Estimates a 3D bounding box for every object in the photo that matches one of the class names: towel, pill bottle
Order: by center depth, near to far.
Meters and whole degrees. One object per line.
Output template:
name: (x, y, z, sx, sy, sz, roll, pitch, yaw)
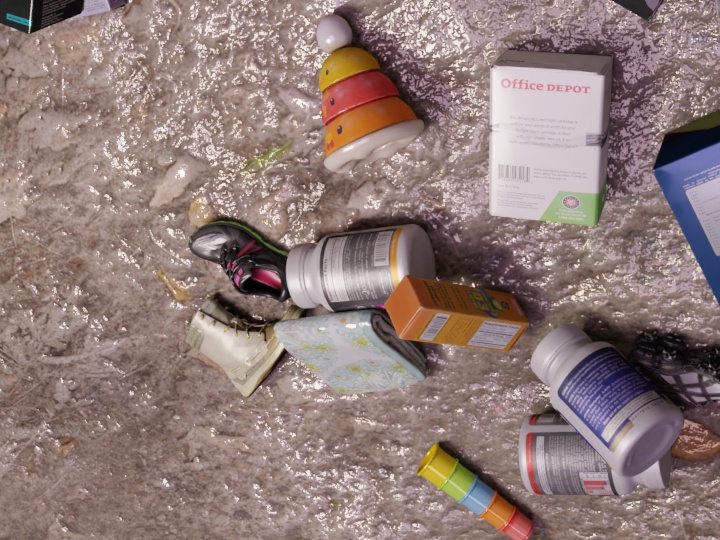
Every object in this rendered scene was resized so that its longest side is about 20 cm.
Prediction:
pill bottle: (0.325, 0.168, 1.462, 0.200, 0.118, 0.121, 48, 132, 36)
pill bottle: (0.335, 0.262, 1.548, 0.197, 0.116, 0.117, -5, 114, 26)
pill bottle: (0.000, 0.000, 1.561, 0.197, 0.116, 0.118, -6, 113, 27)
towel: (-0.010, 0.124, 1.616, 0.169, 0.049, 0.200, -10, 144, 27)

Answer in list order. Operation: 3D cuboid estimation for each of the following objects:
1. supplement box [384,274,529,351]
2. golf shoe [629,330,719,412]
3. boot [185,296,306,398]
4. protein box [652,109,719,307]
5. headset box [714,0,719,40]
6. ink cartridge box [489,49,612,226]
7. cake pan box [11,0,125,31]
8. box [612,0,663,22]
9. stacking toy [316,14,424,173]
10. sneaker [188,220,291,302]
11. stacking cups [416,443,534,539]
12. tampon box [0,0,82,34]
supplement box: (0.135, 0.061, 1.494, 0.198, 0.067, 0.069, 11, 128, -35)
golf shoe: (0.461, 0.151, 1.465, 0.198, 0.078, 0.096, 18, 127, 26)
boot: (-0.186, 0.092, 1.720, 0.154, 0.072, 0.201, 40, 125, 3)
protein box: (0.485, -0.093, 1.285, 0.197, 0.135, 0.202, -23, 105, 31)
headset box: (0.426, -0.307, 1.162, 0.076, 0.200, 0.151, -5, 113, 26)
ink cartridge box: (0.242, -0.171, 1.384, 0.143, 0.084, 0.203, 8, 119, 20)
cake pan box: (-0.454, -0.455, 1.567, 0.197, 0.052, 0.187, -2, 112, 25)
box: (0.287, -0.404, 1.219, 0.199, 0.124, 0.150, 32, 124, 5)
stacking toy: (-0.012, -0.245, 1.454, 0.145, 0.146, 0.203, -23, 87, 31)
sneaker: (-0.177, -0.013, 1.651, 0.198, 0.084, 0.078, 23, 122, 12)
stacking cups: (0.185, 0.350, 1.700, 0.199, 0.061, 0.061, 34, 124, 0)
tampon box: (-0.464, -0.451, 1.467, 0.148, 0.126, 0.202, 22, 121, 11)
